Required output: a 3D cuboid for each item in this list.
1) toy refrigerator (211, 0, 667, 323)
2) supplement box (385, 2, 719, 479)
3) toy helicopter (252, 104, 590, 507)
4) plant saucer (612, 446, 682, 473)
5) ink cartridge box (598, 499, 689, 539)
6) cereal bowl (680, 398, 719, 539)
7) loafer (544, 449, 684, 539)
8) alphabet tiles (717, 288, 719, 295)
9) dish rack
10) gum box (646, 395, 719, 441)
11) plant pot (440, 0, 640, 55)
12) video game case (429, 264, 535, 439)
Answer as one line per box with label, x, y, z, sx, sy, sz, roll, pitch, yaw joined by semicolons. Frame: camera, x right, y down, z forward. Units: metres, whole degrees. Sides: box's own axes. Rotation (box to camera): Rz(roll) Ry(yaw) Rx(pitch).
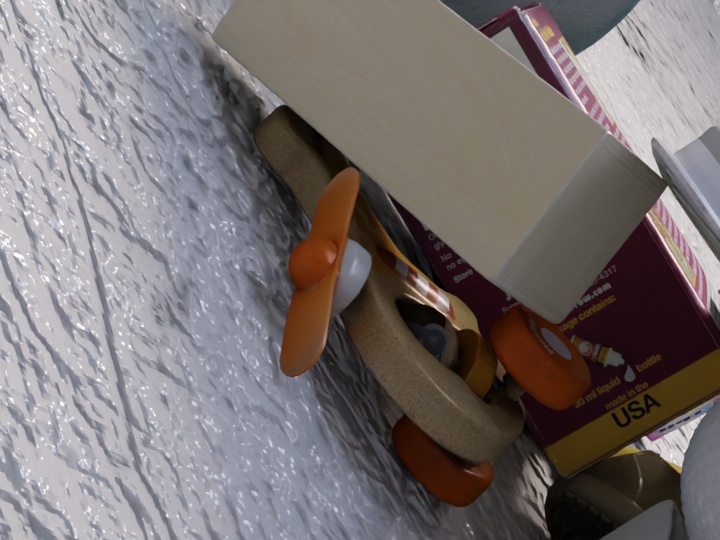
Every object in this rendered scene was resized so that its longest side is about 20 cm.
toy refrigerator;0.031;-0.068;0.853;0.200;0.076;0.070;42;7;36
supplement box;0.092;-0.020;0.975;0.201;0.103;0.131;59;13;-2
toy helicopter;0.000;0.000;0.845;0.132;0.079;0.201;22;29;-49
plant saucer;0.195;0.200;1.029;0.200;0.048;0.201;44;27;-40
ink cartridge box;0.145;0.217;0.828;0.201;0.083;0.145;57;17;-6
cereal bowl;0.182;0.134;0.756;0.201;0.083;0.200;56;3;-5
loafer;0.179;0.146;0.928;0.200;0.067;0.076;37;-33;20
alphabet tiles;0.216;0.079;0.926;0.168;0.008;0.200;55;6;0
dish rack;0.192;0.025;0.811;0.201;0.043;0.172;57;6;9
gum box;0.154;-0.006;1.218;0.201;0.066;0.114;64;6;16
plant pot;0.060;-0.216;1.087;0.194;0.201;0.197;0;46;-17
video game case;0.075;0.010;1.094;0.143;0.019;0.201;45;21;-38
